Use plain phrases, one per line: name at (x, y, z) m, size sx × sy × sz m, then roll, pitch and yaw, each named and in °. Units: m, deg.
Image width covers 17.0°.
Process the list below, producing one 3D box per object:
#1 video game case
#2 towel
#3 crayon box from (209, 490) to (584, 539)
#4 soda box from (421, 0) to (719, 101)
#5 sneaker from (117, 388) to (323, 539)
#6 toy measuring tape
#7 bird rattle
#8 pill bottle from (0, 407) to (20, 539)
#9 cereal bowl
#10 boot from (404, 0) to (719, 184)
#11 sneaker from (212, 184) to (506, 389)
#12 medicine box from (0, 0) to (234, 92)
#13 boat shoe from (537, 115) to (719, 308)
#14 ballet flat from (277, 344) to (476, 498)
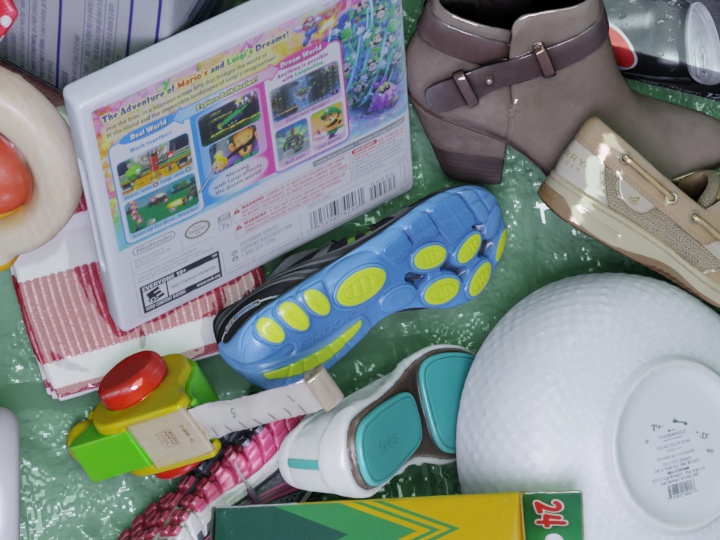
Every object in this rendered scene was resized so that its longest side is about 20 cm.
video game case at (-0.061, -0.072, 1.337) m, size 0.199 × 0.183 × 0.024 m, roll -27°, pitch 51°, yaw -18°
towel at (-0.141, -0.038, 1.406) m, size 0.143 × 0.023 × 0.201 m, roll -16°, pitch 86°, yaw -12°
crayon box at (0.024, 0.179, 1.304) m, size 0.198 × 0.128 × 0.051 m, roll -4°, pitch 44°, yaw 4°
soda box at (0.141, -0.160, 1.441) m, size 0.198 × 0.063 × 0.071 m, roll 13°, pitch 80°, yaw -5°
sneaker at (-0.079, 0.153, 1.359) m, size 0.200 × 0.081 × 0.075 m, roll -46°, pitch 106°, yaw -8°
toy measuring tape at (-0.084, 0.070, 1.338) m, size 0.199 × 0.073 × 0.074 m, roll -18°, pitch 83°, yaw 34°
bird rattle at (-0.223, -0.080, 1.320) m, size 0.163 × 0.200 × 0.113 m, roll 34°, pitch 36°, yaw -14°
pill bottle at (-0.285, 0.129, 1.316) m, size 0.198 × 0.111 × 0.112 m, roll 1°, pitch 82°, yaw -8°
cereal bowl at (0.158, 0.098, 1.365) m, size 0.199 × 0.083 × 0.202 m, roll 3°, pitch 84°, yaw -29°
boot at (0.123, -0.111, 1.387) m, size 0.198 × 0.147 × 0.071 m, roll -5°, pitch 50°, yaw -5°
sneaker at (0.000, 0.000, 1.392) m, size 0.199 × 0.083 × 0.071 m, roll -28°, pitch 118°, yaw -24°
medicine box at (-0.171, -0.191, 1.325) m, size 0.199 × 0.182 × 0.103 m, roll 28°, pitch 68°, yaw 3°
boat shoe at (0.197, -0.024, 1.396) m, size 0.199 × 0.071 × 0.065 m, roll 26°, pitch 100°, yaw -29°
ballet flat at (0.015, 0.084, 1.351) m, size 0.069 × 0.200 × 0.070 m, roll 5°, pitch 101°, yaw 27°
